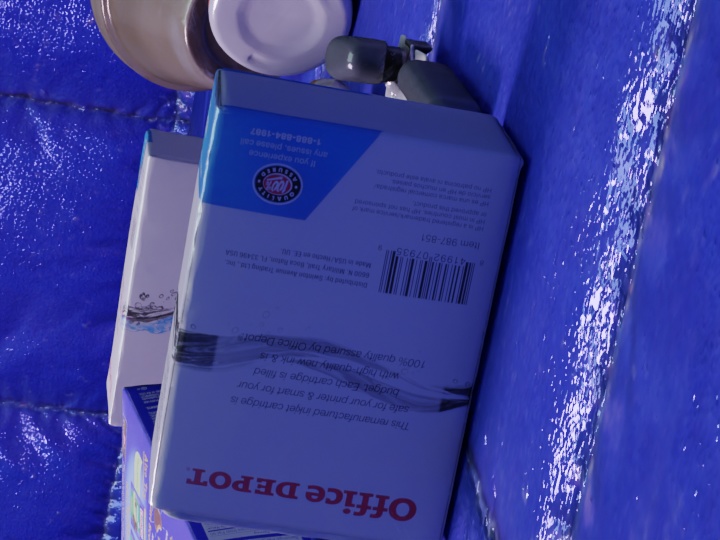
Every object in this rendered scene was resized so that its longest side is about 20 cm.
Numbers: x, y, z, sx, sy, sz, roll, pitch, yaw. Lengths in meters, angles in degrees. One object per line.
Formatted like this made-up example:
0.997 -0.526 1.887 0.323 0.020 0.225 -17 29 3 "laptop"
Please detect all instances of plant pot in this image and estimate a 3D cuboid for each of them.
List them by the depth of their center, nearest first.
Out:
-0.129 -0.245 2.001 0.173 0.198 0.202 -138 56 -60 "plant pot"

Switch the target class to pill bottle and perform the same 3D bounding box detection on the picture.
-0.061 -0.254 1.726 0.201 0.111 0.113 -91 13 -49 "pill bottle"

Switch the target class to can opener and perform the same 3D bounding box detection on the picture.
0.018 -0.091 1.199 0.200 0.066 0.054 -112 31 -74 "can opener"

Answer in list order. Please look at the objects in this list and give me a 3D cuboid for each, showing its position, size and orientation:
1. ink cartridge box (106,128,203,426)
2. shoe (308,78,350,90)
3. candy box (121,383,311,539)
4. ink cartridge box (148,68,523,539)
-0.104 0.013 1.630 0.147 0.143 0.202 -120 39 -77 "ink cartridge box"
-0.008 -0.073 1.433 0.200 0.053 0.070 -89 -21 -61 "shoe"
-0.091 0.190 1.364 0.200 0.076 0.170 -123 31 -54 "candy box"
-0.016 0.019 1.057 0.084 0.144 0.202 -106 26 -71 "ink cartridge box"
